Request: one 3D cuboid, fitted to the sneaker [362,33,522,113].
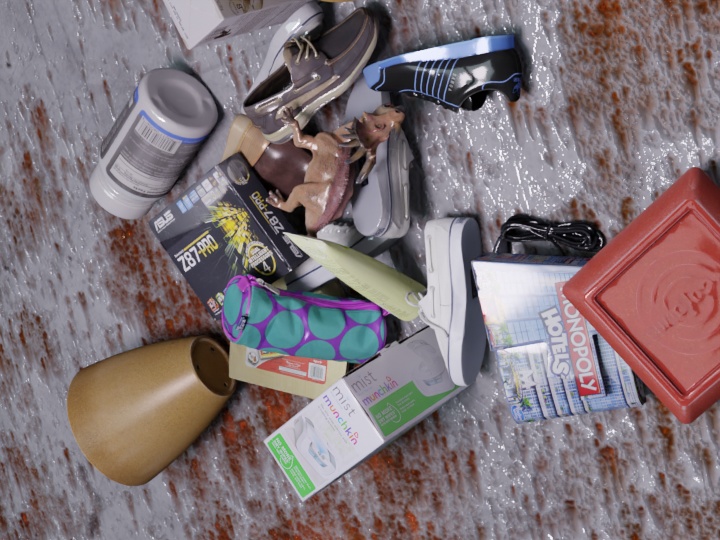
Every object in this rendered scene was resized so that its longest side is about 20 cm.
[{"bbox_3d":[0.092,-0.214,1.640,0.199,0.070,0.079,-7,96,36],"label":"sneaker"}]

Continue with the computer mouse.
[{"bbox_3d":[0.203,0.035,1.661,0.140,0.046,0.202,16,116,33],"label":"computer mouse"}]

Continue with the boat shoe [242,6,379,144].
[{"bbox_3d":[-0.060,-0.236,1.703,0.200,0.073,0.075,-46,36,14],"label":"boat shoe"}]

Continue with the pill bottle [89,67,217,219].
[{"bbox_3d":[-0.283,-0.166,1.940,0.114,0.113,0.200,51,131,12],"label":"pill bottle"}]

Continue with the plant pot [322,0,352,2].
[{"bbox_3d":[-0.028,-0.411,1.613,0.185,0.186,0.201,24,133,30],"label":"plant pot"}]

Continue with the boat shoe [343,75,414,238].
[{"bbox_3d":[0.029,-0.135,1.725,0.071,0.069,0.202,-21,67,44],"label":"boat shoe"}]

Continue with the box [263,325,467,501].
[{"bbox_3d":[0.011,0.170,1.768,0.176,0.199,0.097,-40,81,40],"label":"box"}]

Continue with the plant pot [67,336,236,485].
[{"bbox_3d":[-0.276,0.178,2.027,0.199,0.186,0.187,-30,87,28],"label":"plant pot"}]

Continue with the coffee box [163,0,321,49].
[{"bbox_3d":[-0.137,-0.345,1.695,0.080,0.199,0.114,-29,88,45],"label":"coffee box"}]

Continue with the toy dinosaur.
[{"bbox_3d":[-0.031,-0.108,1.678,0.135,0.085,0.202,27,109,40],"label":"toy dinosaur"}]

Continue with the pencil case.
[{"bbox_3d":[-0.068,0.061,1.793,0.085,0.198,0.093,-109,36,-50],"label":"pencil case"}]

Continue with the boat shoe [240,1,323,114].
[{"bbox_3d":[-0.085,-0.241,1.780,0.066,0.072,0.200,44,130,12],"label":"boat shoe"}]

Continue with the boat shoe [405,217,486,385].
[{"bbox_3d":[0.097,0.036,1.726,0.085,0.074,0.204,4,106,32],"label":"boat shoe"}]

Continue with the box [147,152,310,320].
[{"bbox_3d":[-0.171,-0.040,1.847,0.200,0.049,0.162,-30,94,49],"label":"box"}]

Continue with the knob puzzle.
[{"bbox_3d":[-0.088,0.062,1.917,0.218,0.030,0.222,5,101,26],"label":"knob puzzle"}]

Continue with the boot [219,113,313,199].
[{"bbox_3d":[-0.102,-0.103,1.843,0.166,0.073,0.200,31,150,5],"label":"boot"}]

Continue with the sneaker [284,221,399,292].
[{"bbox_3d":[-0.032,-0.030,1.807,0.199,0.073,0.071,-29,86,35],"label":"sneaker"}]

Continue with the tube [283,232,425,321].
[{"bbox_3d":[0.000,0.000,1.725,0.058,0.199,0.052,-34,45,29],"label":"tube"}]

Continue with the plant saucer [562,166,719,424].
[{"bbox_3d":[0.341,0.032,1.496,0.200,0.037,0.200,47,111,4],"label":"plant saucer"}]

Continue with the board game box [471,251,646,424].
[{"bbox_3d":[0.243,0.063,1.589,0.198,0.062,0.202,-11,97,23],"label":"board game box"}]
